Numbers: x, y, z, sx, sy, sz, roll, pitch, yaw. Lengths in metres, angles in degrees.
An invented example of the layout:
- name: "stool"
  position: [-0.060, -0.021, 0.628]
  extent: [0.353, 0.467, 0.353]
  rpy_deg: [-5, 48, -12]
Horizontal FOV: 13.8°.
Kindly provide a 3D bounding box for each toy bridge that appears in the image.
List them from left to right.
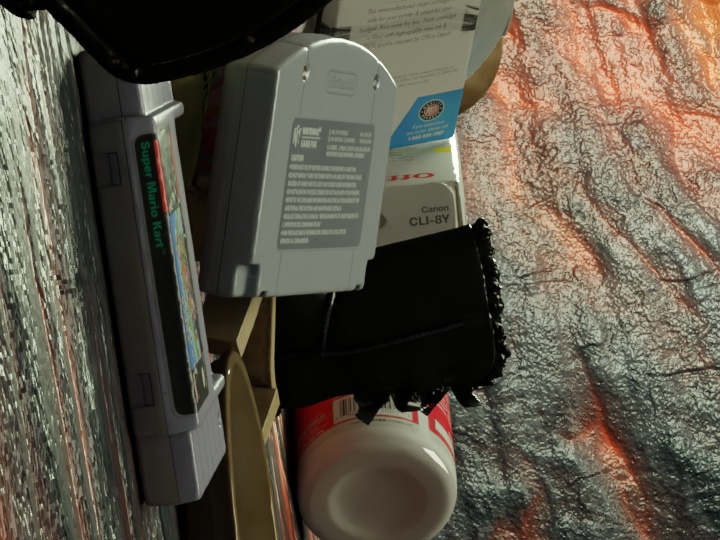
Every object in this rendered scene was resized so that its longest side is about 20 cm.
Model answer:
- name: "toy bridge"
  position: [-0.066, 0.012, 1.552]
  extent: [0.200, 0.027, 0.067]
  rpy_deg: [78, 26, -54]

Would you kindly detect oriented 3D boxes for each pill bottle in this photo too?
- name: "pill bottle"
  position: [0.008, 0.098, 2.105]
  extent: [0.200, 0.112, 0.113]
  rpy_deg: [-93, 174, -52]

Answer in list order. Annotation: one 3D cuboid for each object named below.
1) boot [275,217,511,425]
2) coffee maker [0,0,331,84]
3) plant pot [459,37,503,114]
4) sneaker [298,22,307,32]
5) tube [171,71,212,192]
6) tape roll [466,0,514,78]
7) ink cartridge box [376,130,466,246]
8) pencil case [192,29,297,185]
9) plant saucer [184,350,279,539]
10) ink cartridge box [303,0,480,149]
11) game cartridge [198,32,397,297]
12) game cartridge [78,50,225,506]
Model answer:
- name: "boot"
  position: [0.000, 0.000, 1.747]
  extent: [0.073, 0.162, 0.199]
  rpy_deg: [-95, 176, -61]
- name: "coffee maker"
  position: [-0.081, -0.202, 1.059]
  extent: [0.193, 0.134, 0.201]
  rpy_deg: [78, 5, -47]
- name: "plant pot"
  position: [0.052, -0.272, 3.490]
  extent: [0.200, 0.186, 0.188]
  rpy_deg: [1, 81, -72]
- name: "sneaker"
  position: [-0.081, -0.225, 1.793]
  extent: [0.116, 0.073, 0.201]
  rpy_deg: [-55, 134, -74]
- name: "tube"
  position: [-0.091, -0.115, 1.449]
  extent: [0.058, 0.052, 0.200]
  rpy_deg: [-46, 157, -30]
- name: "tape roll"
  position: [0.002, -0.224, 2.010]
  extent: [0.139, 0.202, 0.203]
  rpy_deg: [-92, 173, -58]
- name: "ink cartridge box"
  position: [-0.004, -0.036, 1.950]
  extent: [0.200, 0.144, 0.084]
  rpy_deg: [-85, 168, -75]
- name: "pencil case"
  position: [-0.064, -0.105, 1.577]
  extent: [0.201, 0.087, 0.088]
  rpy_deg: [80, 4, -47]
- name: "plant saucer"
  position: [-0.062, 0.141, 1.493]
  extent: [0.200, 0.029, 0.201]
  rpy_deg: [-8, 90, -88]
- name: "ink cartridge box"
  position: [0.014, -0.177, 1.892]
  extent: [0.068, 0.116, 0.201]
  rpy_deg: [45, -45, 42]
- name: "game cartridge"
  position: [-0.030, -0.054, 1.523]
  extent: [0.200, 0.040, 0.134]
  rpy_deg: [-1, 103, -73]
- name: "game cartridge"
  position: [-0.090, -0.003, 1.330]
  extent: [0.130, 0.038, 0.201]
  rpy_deg: [-108, -171, -84]
